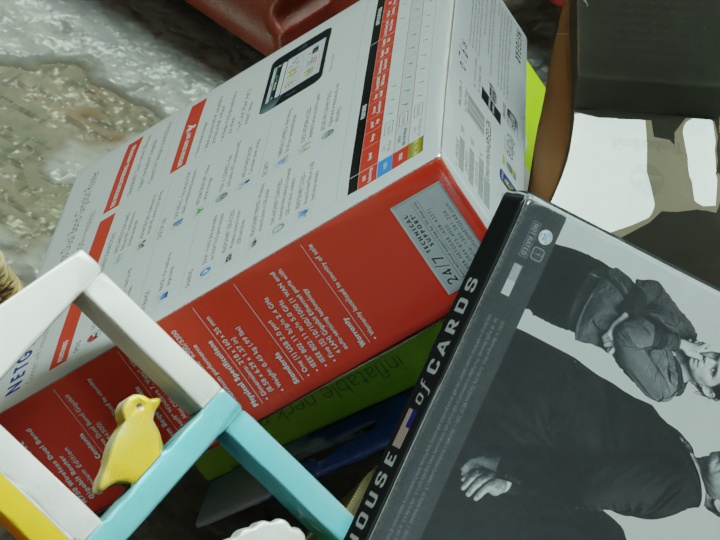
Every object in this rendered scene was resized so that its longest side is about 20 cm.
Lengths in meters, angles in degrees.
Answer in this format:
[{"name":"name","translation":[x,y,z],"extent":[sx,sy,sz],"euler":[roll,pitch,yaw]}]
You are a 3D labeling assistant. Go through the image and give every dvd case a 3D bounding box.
[{"name":"dvd case","translation":[0.100,0.085,0.784],"extent":[0.199,0.151,0.025],"euler":[26,-2,-19]}]

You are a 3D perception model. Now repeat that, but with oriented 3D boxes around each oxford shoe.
[{"name":"oxford shoe","translation":[0.084,-0.013,0.842],"extent":[0.071,0.071,0.201],"euler":[12,78,-6]}]

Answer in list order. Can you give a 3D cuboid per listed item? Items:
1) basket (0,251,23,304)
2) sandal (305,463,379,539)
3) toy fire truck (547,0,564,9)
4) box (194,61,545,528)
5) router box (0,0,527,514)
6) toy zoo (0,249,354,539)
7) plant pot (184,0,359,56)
[{"name":"basket","translation":[-0.215,-0.031,0.890],"extent":[0.199,0.143,0.149],"euler":[31,42,21]},{"name":"sandal","translation":[0.010,0.099,0.866],"extent":[0.054,0.080,0.200],"euler":[44,39,3]},{"name":"toy fire truck","translation":[0.148,-0.056,1.033],"extent":[0.199,0.142,0.049],"euler":[27,40,16]},{"name":"box","translation":[0.000,0.000,0.931],"extent":[0.048,0.121,0.200],"euler":[54,30,-19]},{"name":"router box","translation":[-0.030,-0.019,0.879],"extent":[0.049,0.179,0.200],"euler":[54,19,-20]},{"name":"toy zoo","translation":[-0.080,0.088,0.764],"extent":[0.200,0.020,0.131],"euler":[44,73,-5]},{"name":"plant pot","translation":[-0.054,-0.201,1.127],"extent":[0.195,0.201,0.200],"euler":[40,45,18]}]
